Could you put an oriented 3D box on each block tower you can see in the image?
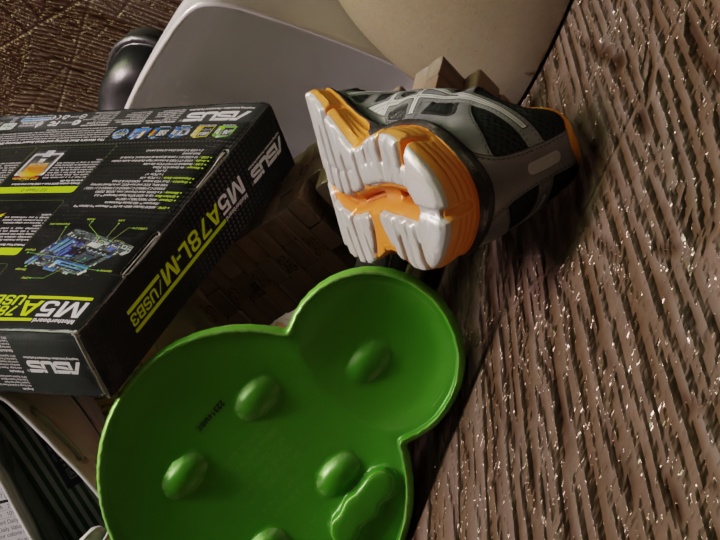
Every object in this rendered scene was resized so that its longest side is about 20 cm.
[{"bbox_3d":[-0.009,-0.036,0.923,0.199,0.054,0.058,-32,25,31],"label":"block tower"}]

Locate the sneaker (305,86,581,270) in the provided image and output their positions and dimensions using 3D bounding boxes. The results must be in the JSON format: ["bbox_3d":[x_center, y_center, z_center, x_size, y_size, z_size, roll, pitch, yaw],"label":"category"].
[{"bbox_3d":[0.031,-0.047,0.777,0.200,0.077,0.079,-146,36,-68],"label":"sneaker"}]

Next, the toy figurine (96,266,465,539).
[{"bbox_3d":[-0.021,0.062,0.889,0.200,0.150,0.184,-48,2,15],"label":"toy figurine"}]

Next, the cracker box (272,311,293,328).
[{"bbox_3d":[-0.065,0.023,1.234,0.058,0.133,0.202,51,-125,-66],"label":"cracker box"}]

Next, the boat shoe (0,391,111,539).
[{"bbox_3d":[-0.132,0.140,0.878,0.073,0.201,0.067,-40,-6,21],"label":"boat shoe"}]

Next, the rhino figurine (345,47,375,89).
[{"bbox_3d":[0.014,-0.145,1.169,0.201,0.087,0.060,78,173,-51],"label":"rhino figurine"}]

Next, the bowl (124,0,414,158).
[{"bbox_3d":[-0.042,-0.107,1.113,0.200,0.198,0.075,128,157,-49],"label":"bowl"}]

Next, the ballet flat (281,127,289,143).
[{"bbox_3d":[-0.048,-0.171,1.194,0.070,0.069,0.202,-98,18,-77],"label":"ballet flat"}]

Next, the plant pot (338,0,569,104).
[{"bbox_3d":[0.047,-0.196,0.962,0.200,0.133,0.202,-161,90,-84],"label":"plant pot"}]

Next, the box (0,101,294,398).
[{"bbox_3d":[-0.161,-0.015,0.910,0.194,0.198,0.048,-58,-44,-41],"label":"box"}]

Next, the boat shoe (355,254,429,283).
[{"bbox_3d":[0.000,-0.001,1.078,0.201,0.065,0.072,141,149,-79],"label":"boat shoe"}]

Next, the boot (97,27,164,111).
[{"bbox_3d":[-0.163,-0.041,1.195,0.158,0.079,0.213,-58,-23,-53],"label":"boot"}]

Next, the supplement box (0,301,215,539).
[{"bbox_3d":[-0.133,0.100,1.015,0.200,0.133,0.202,-24,-81,-78],"label":"supplement box"}]
